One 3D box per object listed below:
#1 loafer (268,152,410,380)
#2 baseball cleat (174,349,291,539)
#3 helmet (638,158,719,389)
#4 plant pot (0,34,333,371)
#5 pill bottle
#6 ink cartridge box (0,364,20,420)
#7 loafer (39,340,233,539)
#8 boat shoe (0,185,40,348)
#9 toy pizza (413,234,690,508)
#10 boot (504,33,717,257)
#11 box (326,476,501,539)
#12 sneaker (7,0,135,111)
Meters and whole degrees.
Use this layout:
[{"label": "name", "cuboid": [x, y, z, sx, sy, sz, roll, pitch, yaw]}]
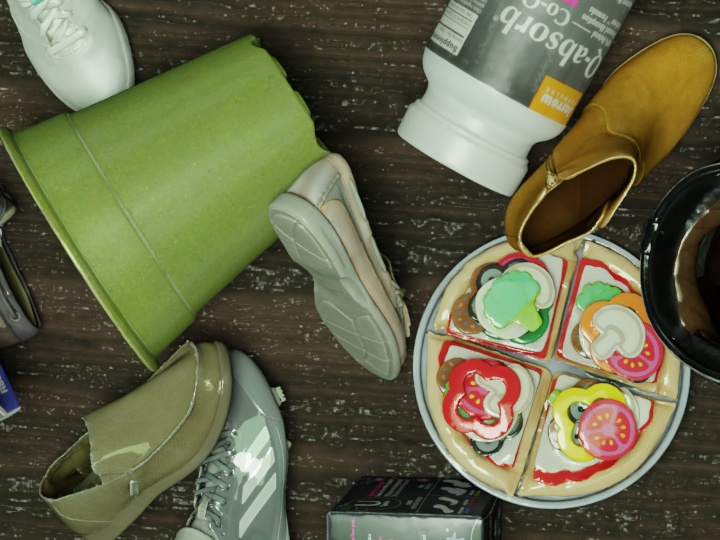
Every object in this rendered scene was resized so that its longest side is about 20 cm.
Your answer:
[{"label": "loafer", "cuboid": [0.000, 0.000, 1.416, 0.072, 0.201, 0.063, 24, 66, 36]}, {"label": "baseball cleat", "cuboid": [-0.097, 0.163, 1.466, 0.069, 0.106, 0.202, -6, 97, 46]}, {"label": "helmet", "cuboid": [0.302, 0.007, 1.358, 0.199, 0.190, 0.202, -6, 82, 44]}, {"label": "plant pot", "cuboid": [-0.120, -0.064, 1.418, 0.189, 0.200, 0.201, -32, 92, -3]}, {"label": "pill bottle", "cuboid": [0.112, -0.161, 1.399, 0.116, 0.116, 0.201, 28, 99, 3]}, {"label": "ink cartridge box", "cuboid": [-0.312, 0.023, 1.443, 0.040, 0.200, 0.201, -27, 93, -29]}, {"label": "loafer", "cuboid": [-0.163, 0.124, 1.459, 0.067, 0.076, 0.200, 22, 119, -33]}, {"label": "boat shoe", "cuboid": [-0.284, -0.038, 1.488, 0.064, 0.072, 0.202, -13, 98, 3]}, {"label": "toy pizza", "cuboid": [0.136, 0.068, 1.437, 0.198, 0.032, 0.202, 0, 80, 3]}, {"label": "boot", "cuboid": [0.179, -0.082, 1.379, 0.201, 0.144, 0.071, -44, 96, 3]}, {"label": "box", "cuboid": [0.039, 0.258, 1.447, 0.114, 0.132, 0.202, 2, 96, 10]}, {"label": "sneaker", "cuboid": [-0.230, -0.200, 1.451, 0.075, 0.088, 0.201, -26, 93, 8]}]
